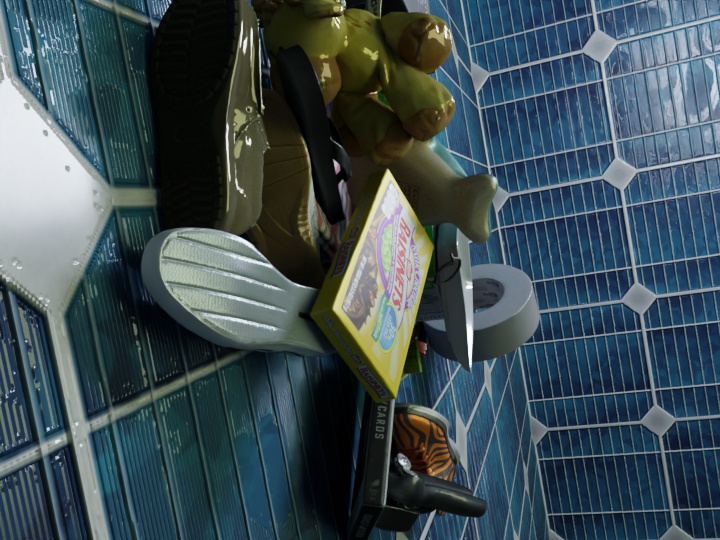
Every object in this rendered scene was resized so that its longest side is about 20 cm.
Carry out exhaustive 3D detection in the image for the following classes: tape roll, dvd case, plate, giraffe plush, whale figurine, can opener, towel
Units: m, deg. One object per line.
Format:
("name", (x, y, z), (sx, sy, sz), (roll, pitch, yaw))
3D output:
("tape roll", (0.205, 0.070, 1.129), (0.201, 0.199, 0.066), (-70, 145, -56))
("dvd case", (0.016, 0.161, 0.671), (0.151, 0.025, 0.201), (100, -2, -55))
("plate", (0.127, -0.002, 0.864), (0.200, 0.032, 0.200), (-75, 157, -54))
("giraffe plush", (-0.022, -0.207, 0.620), (0.162, 0.172, 0.201), (-4, 74, -49))
("whale figurine", (0.076, -0.101, 0.732), (0.104, 0.199, 0.160), (-26, 129, -41))
("can opener", (0.080, 0.272, 0.793), (0.199, 0.063, 0.079), (21, 101, -40))
("towel", (-0.033, -0.092, 0.756), (0.200, 0.030, 0.147), (56, 31, -53))

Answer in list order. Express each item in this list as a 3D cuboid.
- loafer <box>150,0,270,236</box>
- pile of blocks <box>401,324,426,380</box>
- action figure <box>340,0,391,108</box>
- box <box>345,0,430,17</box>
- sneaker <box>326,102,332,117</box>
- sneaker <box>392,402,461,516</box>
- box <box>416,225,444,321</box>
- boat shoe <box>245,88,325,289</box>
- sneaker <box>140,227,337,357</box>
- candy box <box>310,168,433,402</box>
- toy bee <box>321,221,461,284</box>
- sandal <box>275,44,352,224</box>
("loafer", (-0.107, -0.114, 0.477), (0.067, 0.076, 0.201), (20, 72, -70))
("pile of blocks", (0.053, 0.101, 0.870), (0.200, 0.062, 0.083), (49, 36, -58))
("action figure", (0.014, -0.248, 0.755), (0.055, 0.117, 0.201), (95, -17, -53))
("box", (0.027, -0.412, 0.957), (0.200, 0.117, 0.198), (35, 49, -64))
("sneaker", (0.004, -0.253, 0.829), (0.200, 0.099, 0.070), (-71, 145, -57))
("sneaker", (0.083, 0.260, 0.861), (0.200, 0.077, 0.112), (52, 41, -41))
("box", (0.065, -0.048, 0.890), (0.177, 0.096, 0.201), (58, 28, -67))
("boat shoe", (-0.073, -0.055, 0.564), (0.069, 0.070, 0.201), (-110, -169, -72))
("sneaker", (-0.088, 0.028, 0.467), (0.200, 0.070, 0.073), (34, 55, -53))
("candy box", (0.019, 0.005, 0.565), (0.102, 0.026, 0.200), (58, 32, -29))
("toy bee", (0.000, 0.000, 0.699), (0.109, 0.131, 0.200), (47, 25, 24))
("sandal", (-0.030, -0.109, 0.574), (0.200, 0.043, 0.076), (83, -19, -61))
